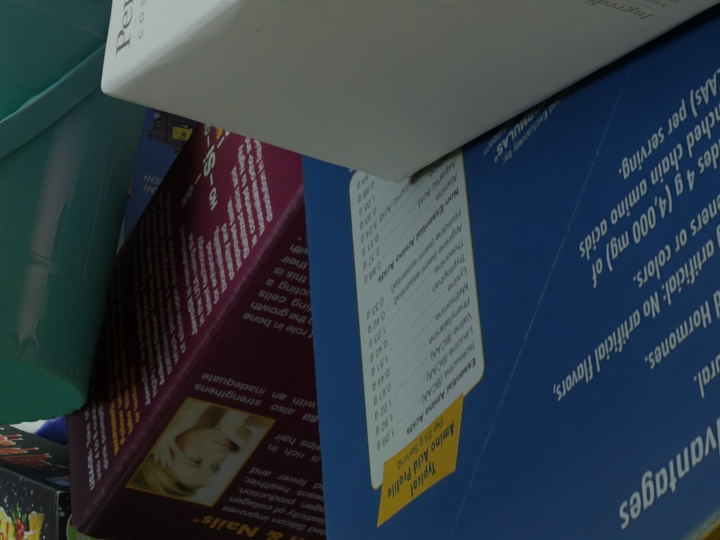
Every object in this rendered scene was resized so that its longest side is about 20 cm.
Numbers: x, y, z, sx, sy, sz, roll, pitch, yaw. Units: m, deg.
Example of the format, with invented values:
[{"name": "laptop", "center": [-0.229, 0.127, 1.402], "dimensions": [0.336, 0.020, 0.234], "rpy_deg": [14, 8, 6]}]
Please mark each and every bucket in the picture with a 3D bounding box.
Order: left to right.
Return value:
[{"name": "bucket", "center": [-0.163, -0.034, 0.850], "dimensions": [0.207, 0.207, 0.135], "rpy_deg": [-21, 61, 60]}]

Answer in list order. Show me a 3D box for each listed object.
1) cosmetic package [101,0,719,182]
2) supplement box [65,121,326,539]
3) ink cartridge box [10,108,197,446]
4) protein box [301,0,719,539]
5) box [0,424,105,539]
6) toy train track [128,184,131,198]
[{"name": "cosmetic package", "center": [0.026, -0.101, 0.561], "dimensions": [0.200, 0.081, 0.113], "rpy_deg": [-28, 52, 57]}, {"name": "supplement box", "center": [0.000, 0.000, 0.840], "dimensions": [0.200, 0.110, 0.086], "rpy_deg": [-55, 31, 37]}, {"name": "ink cartridge box", "center": [-0.086, 0.009, 1.053], "dimensions": [0.136, 0.076, 0.200], "rpy_deg": [-43, 38, 49]}, {"name": "protein box", "center": [0.093, 0.004, 0.615], "dimensions": [0.199, 0.135, 0.200], "rpy_deg": [-48, 36, 43]}, {"name": "box", "center": [-0.124, 0.127, 0.972], "dimensions": [0.200, 0.038, 0.137], "rpy_deg": [9, 101, 62]}, {"name": "toy train track", "center": [-0.118, -0.034, 1.027], "dimensions": [0.200, 0.033, 0.115], "rpy_deg": [150, 123, -64]}]
